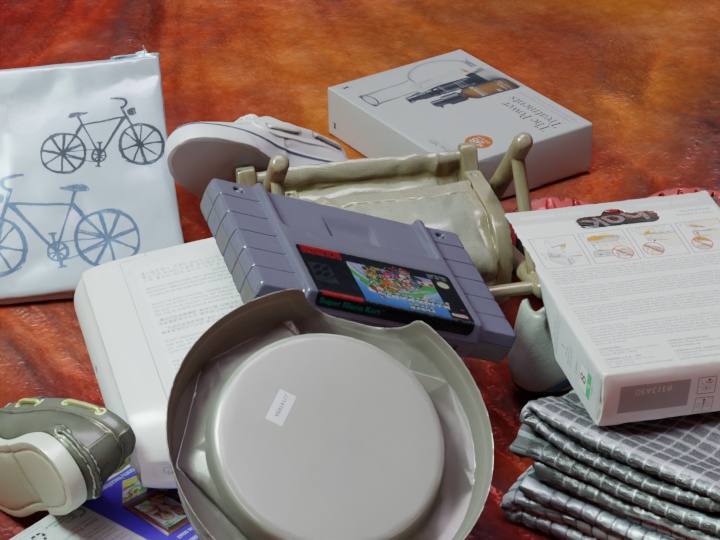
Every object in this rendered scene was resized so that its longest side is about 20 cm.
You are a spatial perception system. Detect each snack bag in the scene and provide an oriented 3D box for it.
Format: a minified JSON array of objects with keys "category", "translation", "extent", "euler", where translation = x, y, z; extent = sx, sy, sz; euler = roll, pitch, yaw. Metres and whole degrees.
[{"category":"snack bag","translation":[-0.242,-0.074,1.722],"extent":[0.188,0.201,0.021],"euler":[-7,-14,-8]}]

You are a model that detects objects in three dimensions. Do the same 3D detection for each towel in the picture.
[{"category":"towel","translation":[0.214,0.123,1.430],"extent":[0.200,0.086,0.165],"euler":[20,34,32]}]

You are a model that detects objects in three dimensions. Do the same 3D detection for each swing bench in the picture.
[{"category":"swing bench","translation":[0.020,-0.030,1.650],"extent":[0.198,0.130,0.200],"euler":[-7,1,-10]}]

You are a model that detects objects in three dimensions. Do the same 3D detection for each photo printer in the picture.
[{"category":"photo printer","translation":[-0.091,0.061,1.433],"extent":[0.166,0.070,0.200],"euler":[-14,38,-12]}]

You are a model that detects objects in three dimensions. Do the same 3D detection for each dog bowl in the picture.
[{"category":"dog bowl","translation":[-0.022,0.111,1.311],"extent":[0.200,0.059,0.201],"euler":[6,61,-10]}]

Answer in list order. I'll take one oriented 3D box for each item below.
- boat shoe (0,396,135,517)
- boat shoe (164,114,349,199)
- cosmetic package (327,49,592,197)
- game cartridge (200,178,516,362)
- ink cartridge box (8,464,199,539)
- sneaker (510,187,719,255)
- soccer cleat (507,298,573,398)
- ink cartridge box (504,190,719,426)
[{"category":"boat shoe","translation":[-0.208,0.117,1.405],"extent":[0.060,0.072,0.202],"euler":[-34,15,-26]},{"category":"boat shoe","translation":[-0.084,-0.092,1.769],"extent":[0.200,0.074,0.065],"euler":[18,41,-45]},{"category":"cosmetic package","translation":[0.086,-0.127,1.920],"extent":[0.151,0.052,0.200],"euler":[-21,35,-28]},{"category":"game cartridge","translation":[0.000,0.000,1.454],"extent":[0.200,0.038,0.130],"euler":[12,26,-29]},{"category":"ink cartridge box","translation":[-0.113,0.194,1.345],"extent":[0.200,0.043,0.198],"euler":[21,36,35]},{"category":"sneaker","translation":[0.216,-0.017,1.697],"extent":[0.200,0.071,0.098],"euler":[-4,29,-2]},{"category":"soccer cleat","translation":[0.196,0.035,1.586],"extent":[0.200,0.087,0.070],"euler":[-18,33,-29]},{"category":"ink cartridge box","translation":[0.200,0.023,1.467],"extent":[0.161,0.050,0.200],"euler":[-6,33,-15]}]
